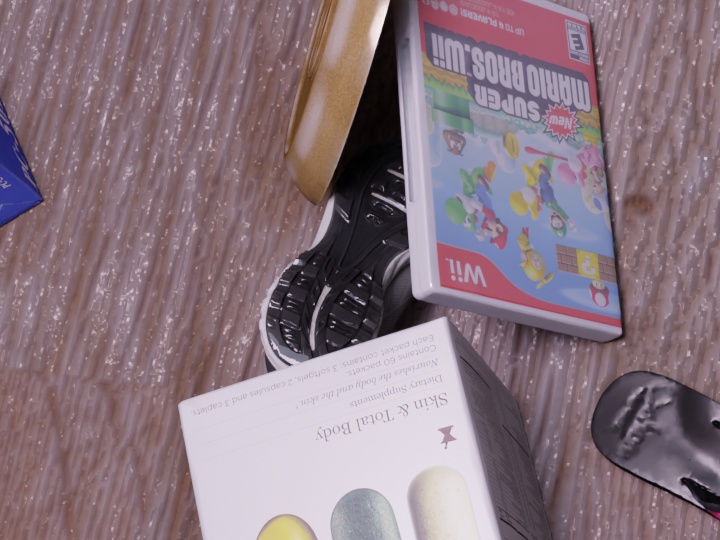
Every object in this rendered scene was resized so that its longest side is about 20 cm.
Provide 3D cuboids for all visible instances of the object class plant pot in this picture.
[{"bbox_3d":[-0.009,-0.136,1.175,0.027,0.200,0.200,16,75,-6],"label":"plant pot"}]

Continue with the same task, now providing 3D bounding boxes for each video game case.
[{"bbox_3d":[0.081,-0.068,1.154,0.017,0.143,0.200,-26,60,46],"label":"video game case"}]

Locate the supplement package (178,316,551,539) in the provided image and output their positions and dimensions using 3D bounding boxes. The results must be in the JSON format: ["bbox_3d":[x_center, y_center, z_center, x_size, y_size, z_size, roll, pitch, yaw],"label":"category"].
[{"bbox_3d":[0.017,0.157,1.079,0.151,0.151,0.200,-18,66,11],"label":"supplement package"}]

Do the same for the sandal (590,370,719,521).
[{"bbox_3d":[0.208,0.108,1.092,0.200,0.045,0.075,23,79,24],"label":"sandal"}]

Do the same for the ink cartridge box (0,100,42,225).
[{"bbox_3d":[-0.270,-0.129,1.313,0.044,0.094,0.200,-29,64,6],"label":"ink cartridge box"}]

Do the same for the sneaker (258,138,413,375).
[{"bbox_3d":[0.000,0.000,1.169,0.074,0.079,0.200,31,52,9],"label":"sneaker"}]
